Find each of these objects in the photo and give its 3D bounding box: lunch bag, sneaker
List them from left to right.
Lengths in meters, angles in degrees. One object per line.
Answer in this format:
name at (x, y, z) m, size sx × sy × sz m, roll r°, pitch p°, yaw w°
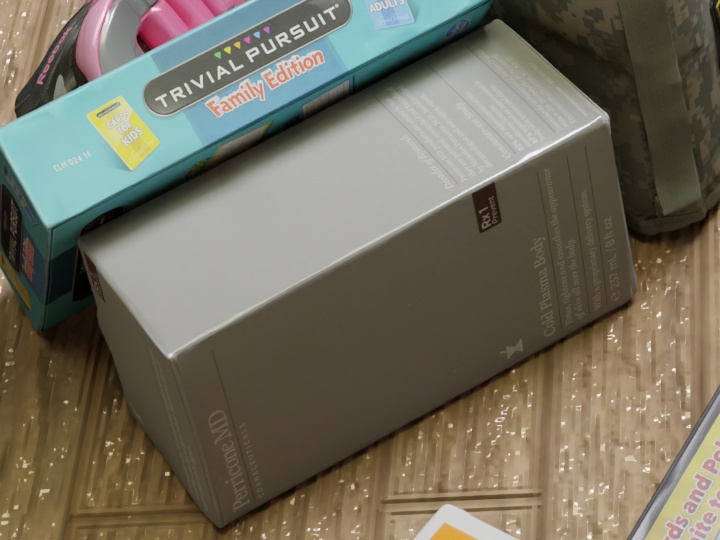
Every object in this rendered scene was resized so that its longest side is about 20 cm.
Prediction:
sneaker at (-0.093, -0.115, 1.219) m, size 0.095 × 0.079 × 0.200 m, roll -33°, pitch 12°, yaw 38°
lunch bag at (0.099, -0.132, 1.119) m, size 0.117 × 0.164 × 0.200 m, roll -20°, pitch 45°, yaw -4°

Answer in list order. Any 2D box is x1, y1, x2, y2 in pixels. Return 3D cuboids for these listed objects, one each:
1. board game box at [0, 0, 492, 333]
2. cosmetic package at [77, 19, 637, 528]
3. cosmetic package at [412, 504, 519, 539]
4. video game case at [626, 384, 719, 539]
board game box at (-0.053, -0.059, 1.093) m, size 0.199 × 0.151 × 0.047 m, roll -28°, pitch 79°, yaw -15°
cosmetic package at (0.000, 0.000, 1.054) m, size 0.200 × 0.107 × 0.090 m, roll -32°, pitch 48°, yaw -15°
cosmetic package at (0.013, 0.183, 0.893) m, size 0.101 × 0.071 × 0.200 m, roll 23°, pitch 55°, yaw 31°
video game case at (0.205, 0.085, 0.977) m, size 0.180 × 0.026 × 0.200 m, roll 17°, pitch 53°, yaw 27°
